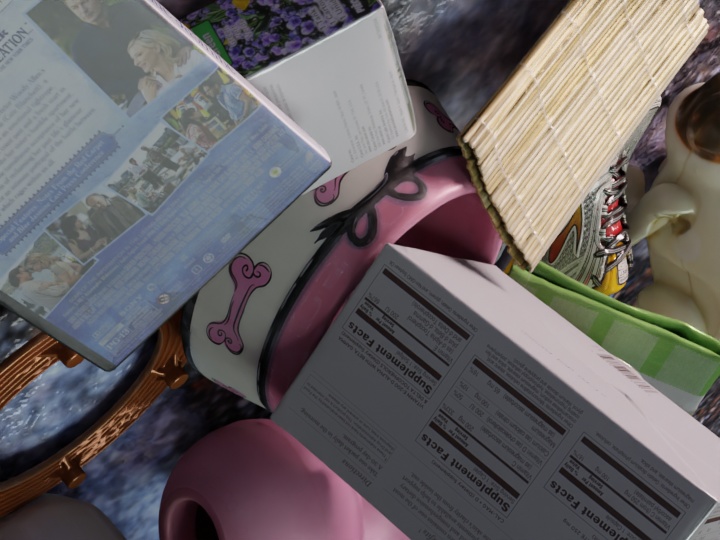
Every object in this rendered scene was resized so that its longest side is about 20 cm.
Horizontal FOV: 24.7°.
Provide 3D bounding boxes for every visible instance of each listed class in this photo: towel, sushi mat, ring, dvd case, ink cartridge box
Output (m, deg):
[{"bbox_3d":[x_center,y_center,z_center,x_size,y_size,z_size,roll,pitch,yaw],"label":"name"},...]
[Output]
[{"bbox_3d":[0.132,0.077,1.054,0.200,0.149,0.031,114,-3,-50],"label":"towel"},{"bbox_3d":[0.124,-0.100,0.881,0.200,0.012,0.096,-51,132,-24],"label":"sushi mat"},{"bbox_3d":[-0.153,0.076,0.865,0.200,0.019,0.200,-38,163,-14],"label":"ring"},{"bbox_3d":[-0.123,-0.051,0.673,0.143,0.018,0.200,-42,131,10],"label":"dvd case"},{"bbox_3d":[-0.078,-0.061,0.754,0.200,0.050,0.109,-27,152,-4],"label":"ink cartridge box"}]

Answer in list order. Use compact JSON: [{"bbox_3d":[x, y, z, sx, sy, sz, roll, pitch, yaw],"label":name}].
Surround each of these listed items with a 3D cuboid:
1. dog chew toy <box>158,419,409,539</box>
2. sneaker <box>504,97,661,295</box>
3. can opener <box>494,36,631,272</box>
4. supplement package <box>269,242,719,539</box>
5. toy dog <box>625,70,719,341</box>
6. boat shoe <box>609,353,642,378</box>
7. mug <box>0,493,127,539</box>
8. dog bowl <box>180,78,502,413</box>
[{"bbox_3d":[-0.023,0.145,1.005,0.200,0.125,0.125,-9,140,-42],"label":"dog chew toy"},{"bbox_3d":[0.146,-0.030,1.040,0.078,0.082,0.200,-20,139,-48],"label":"sneaker"},{"bbox_3d":[0.092,-0.061,0.959,0.079,0.063,0.200,13,122,-32],"label":"can opener"},{"bbox_3d":[0.086,0.092,0.831,0.111,0.200,0.156,-55,157,11],"label":"supplement package"},{"bbox_3d":[0.242,-0.034,1.074,0.139,0.194,0.200,-7,107,-26],"label":"toy dog"},{"bbox_3d":[0.070,0.072,0.991,0.073,0.200,0.063,56,47,-54],"label":"boat shoe"},{"bbox_3d":[-0.168,0.221,0.960,0.149,0.153,0.187,-34,153,-12],"label":"mug"},{"bbox_3d":[0.000,0.000,0.887,0.200,0.074,0.200,-40,155,-23],"label":"dog bowl"}]
